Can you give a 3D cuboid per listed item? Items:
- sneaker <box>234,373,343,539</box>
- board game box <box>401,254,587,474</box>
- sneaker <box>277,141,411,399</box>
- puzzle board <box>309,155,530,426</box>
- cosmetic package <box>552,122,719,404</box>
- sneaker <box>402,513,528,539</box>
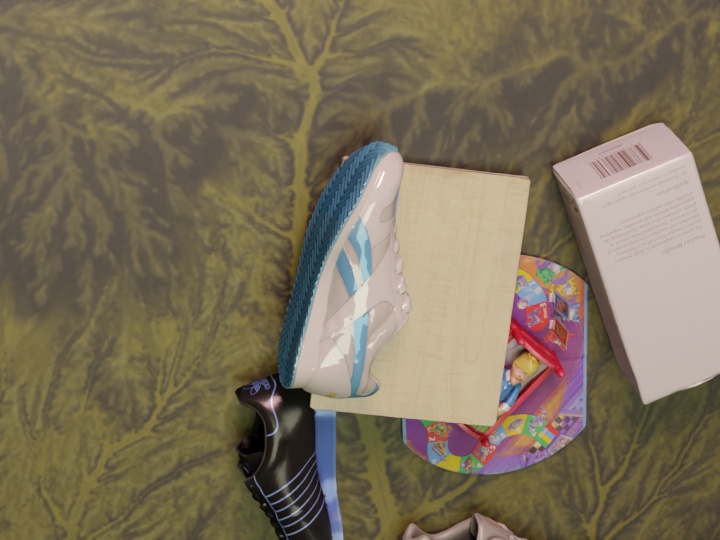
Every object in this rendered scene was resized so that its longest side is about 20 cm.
[{"bbox_3d":[-0.059,0.176,1.637,0.078,0.070,0.200,-6,107,-11],"label":"sneaker"},{"bbox_3d":[0.113,0.087,1.647,0.158,0.039,0.200,-6,114,-10],"label":"board game box"},{"bbox_3d":[0.000,0.000,1.541,0.081,0.077,0.200,13,102,-19],"label":"sneaker"},{"bbox_3d":[0.046,0.017,1.591,0.151,0.017,0.200,6,97,-9],"label":"puzzle board"},{"bbox_3d":[0.233,-0.005,1.617,0.102,0.074,0.200,-21,118,-2],"label":"cosmetic package"},{"bbox_3d":[0.125,0.248,1.706,0.200,0.076,0.092,-3,110,-12],"label":"sneaker"}]
